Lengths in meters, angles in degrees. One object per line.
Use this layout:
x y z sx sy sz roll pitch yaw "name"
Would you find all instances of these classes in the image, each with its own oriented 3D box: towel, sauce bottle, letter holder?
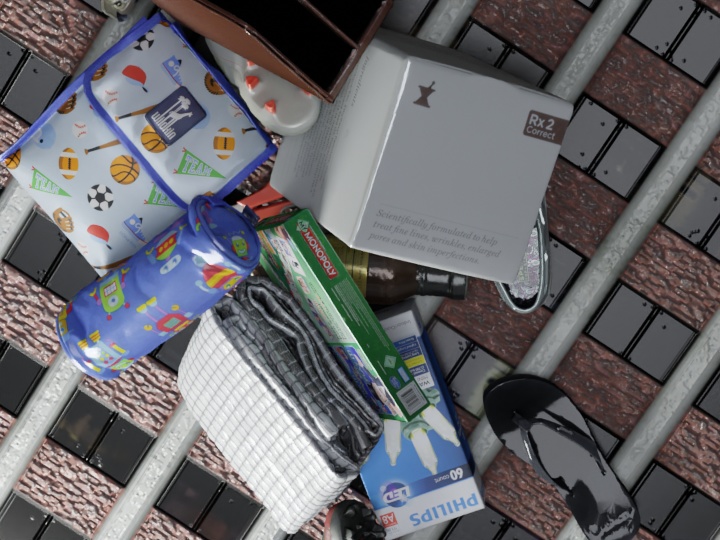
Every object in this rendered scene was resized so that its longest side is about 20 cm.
-0.070 0.119 1.609 0.085 0.166 0.200 -34 78 -31 "towel"
0.000 0.000 1.648 0.199 0.065 0.065 6 101 2 "sauce bottle"
-0.099 -0.241 1.458 0.200 0.142 0.101 31 89 37 "letter holder"

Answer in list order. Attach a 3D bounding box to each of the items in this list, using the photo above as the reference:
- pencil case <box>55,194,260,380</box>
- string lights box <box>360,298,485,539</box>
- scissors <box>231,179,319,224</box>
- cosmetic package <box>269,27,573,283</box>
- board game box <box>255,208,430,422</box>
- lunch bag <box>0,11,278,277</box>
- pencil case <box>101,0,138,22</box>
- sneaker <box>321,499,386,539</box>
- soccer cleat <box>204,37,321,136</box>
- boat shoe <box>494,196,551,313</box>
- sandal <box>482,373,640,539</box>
-0.175 0.012 1.542 0.200 0.078 0.087 -37 64 24 "pencil case"
0.037 0.139 1.672 0.102 0.059 0.201 -20 98 7 "string lights box"
-0.113 -0.048 1.672 0.199 0.014 0.073 -25 97 8 "scissors"
0.047 -0.107 1.530 0.164 0.200 0.166 12 103 -26 "cosmetic package"
-0.024 0.040 1.558 0.029 0.135 0.200 -35 99 -16 "board game box"
-0.196 -0.109 1.598 0.200 0.124 0.170 -38 95 20 "lunch bag"
-0.165 -0.310 1.593 0.200 0.078 0.090 -36 66 10 "pencil case"
-0.020 0.298 1.682 0.098 0.071 0.201 12 125 32 "sneaker"
-0.086 -0.178 1.569 0.069 0.200 0.078 -27 142 -10 "soccer cleat"
0.139 -0.058 1.621 0.070 0.072 0.202 -11 99 6 "boat shoe"
0.194 0.177 1.675 0.076 0.043 0.200 -41 95 10 "sandal"
